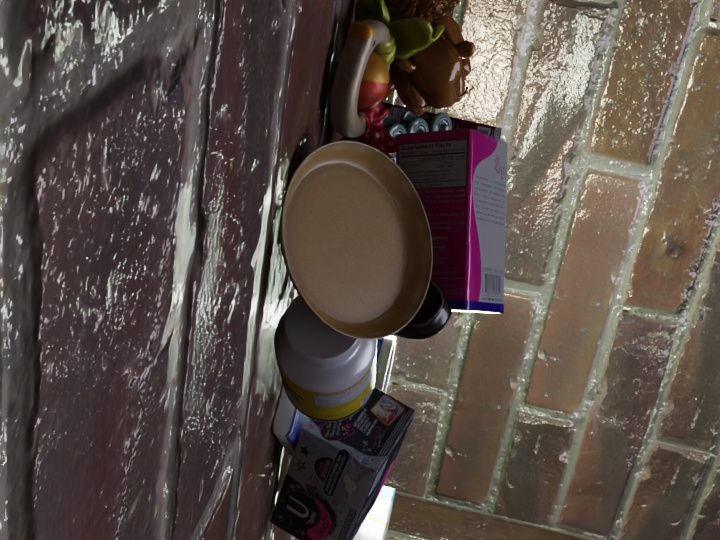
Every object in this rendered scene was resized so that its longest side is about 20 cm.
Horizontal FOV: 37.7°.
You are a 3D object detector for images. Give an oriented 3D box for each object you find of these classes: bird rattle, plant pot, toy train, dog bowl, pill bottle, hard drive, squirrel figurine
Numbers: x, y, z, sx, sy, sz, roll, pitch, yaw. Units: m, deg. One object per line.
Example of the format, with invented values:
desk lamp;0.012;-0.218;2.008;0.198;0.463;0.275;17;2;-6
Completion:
bird rattle;-0.001;-0.208;1.176;0.201;0.112;0.163;-66;166;13
plant pot;-0.007;-0.029;1.060;0.027;0.199;0.201;-14;-126;47
toy train;0.058;-0.158;1.466;0.199;0.085;0.115;-21;117;-47
dog bowl;0.019;0.234;2.293;0.200;0.078;0.202;12;90;-84
pill bottle;-0.037;0.090;1.160;0.200;0.111;0.113;89;14;-67
hard drive;-0.077;0.164;1.369;0.200;0.025;0.133;86;17;-73
squirrel figurine;0.076;-0.292;1.314;0.187;0.140;0.201;-100;-178;-69

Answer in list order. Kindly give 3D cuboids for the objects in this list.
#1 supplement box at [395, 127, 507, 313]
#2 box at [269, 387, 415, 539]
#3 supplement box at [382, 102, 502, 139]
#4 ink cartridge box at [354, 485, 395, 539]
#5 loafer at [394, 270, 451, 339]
supplement box;0.104;-0.054;1.213;0.101;0.103;0.202;8;84;-57
box;-0.027;0.260;1.393;0.132;0.114;0.201;-50;163;-49
supplement box;0.110;-0.206;1.595;0.109;0.198;0.061;-39;142;-81
ink cartridge box;-0.018;0.582;2.317;0.200;0.145;0.148;-69;171;-59
loafer;0.011;0.002;1.144;0.073;0.199;0.071;-50;159;-15
